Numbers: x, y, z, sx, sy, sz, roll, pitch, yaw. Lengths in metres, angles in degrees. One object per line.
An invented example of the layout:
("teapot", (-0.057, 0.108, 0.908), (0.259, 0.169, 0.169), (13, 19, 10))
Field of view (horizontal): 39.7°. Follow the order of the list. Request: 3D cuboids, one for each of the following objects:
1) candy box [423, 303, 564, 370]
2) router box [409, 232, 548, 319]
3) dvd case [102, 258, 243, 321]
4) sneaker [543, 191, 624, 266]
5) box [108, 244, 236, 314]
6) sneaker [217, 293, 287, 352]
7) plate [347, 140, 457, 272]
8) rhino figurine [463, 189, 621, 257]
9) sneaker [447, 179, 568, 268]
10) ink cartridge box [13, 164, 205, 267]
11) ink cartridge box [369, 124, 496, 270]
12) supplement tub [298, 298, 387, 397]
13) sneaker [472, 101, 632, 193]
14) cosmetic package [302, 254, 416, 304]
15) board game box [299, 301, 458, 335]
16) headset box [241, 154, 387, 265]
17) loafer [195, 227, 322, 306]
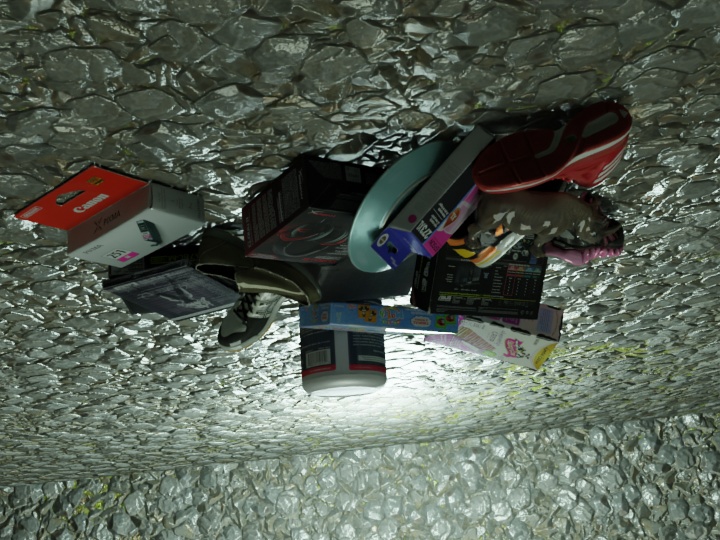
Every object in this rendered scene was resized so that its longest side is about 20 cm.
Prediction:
("candy box", (0.209, 0.088, 1.586), (0.198, 0.062, 0.137), (13, 155, 2))
("router box", (0.176, -0.013, 1.443), (0.198, 0.152, 0.062), (5, -170, -27))
("dvd case", (-0.272, 0.032, 1.518), (0.147, 0.016, 0.200), (-15, 157, 19))
("sneaker", (0.337, -0.068, 1.458), (0.078, 0.097, 0.199), (15, -162, 32))
("box", (-0.279, 0.015, 1.560), (0.197, 0.048, 0.194), (-4, 158, -4))
("sneaker", (-0.154, 0.031, 1.507), (0.200, 0.075, 0.088), (-48, 145, -9))
("plate", (0.066, -0.073, 1.263), (0.199, 0.026, 0.201), (-34, 147, -25))
("rhino figurine", (0.234, -0.064, 1.258), (0.197, 0.060, 0.088), (6, 131, -5))
("sneaker", (0.189, -0.089, 1.318), (0.089, 0.070, 0.200), (27, 123, -24))
("ink cartridge box", (-0.334, -0.066, 1.323), (0.199, 0.044, 0.173), (-22, 156, 38))
("ink cartridge box", (0.102, -0.081, 1.243), (0.200, 0.037, 0.095), (-46, 152, 1))
("supplement tub", (-0.030, 0.097, 1.611), (0.138, 0.203, 0.140), (-3, 165, -1))
("sneaker", (0.237, -0.121, 1.217), (0.198, 0.079, 0.116), (-18, 149, 5))
("cosmetic package", (0.000, 0.000, 1.507), (0.198, 0.051, 0.083), (-4, 140, -36))
("board game box", (0.024, 0.073, 1.477), (0.198, 0.037, 0.151), (6, 173, -20))
("headset box", (-0.059, -0.071, 1.334), (0.147, 0.076, 0.199), (6, 157, -33))
("loafer", (-0.149, 0.010, 1.420), (0.198, 0.070, 0.075), (22, 153, 13))
